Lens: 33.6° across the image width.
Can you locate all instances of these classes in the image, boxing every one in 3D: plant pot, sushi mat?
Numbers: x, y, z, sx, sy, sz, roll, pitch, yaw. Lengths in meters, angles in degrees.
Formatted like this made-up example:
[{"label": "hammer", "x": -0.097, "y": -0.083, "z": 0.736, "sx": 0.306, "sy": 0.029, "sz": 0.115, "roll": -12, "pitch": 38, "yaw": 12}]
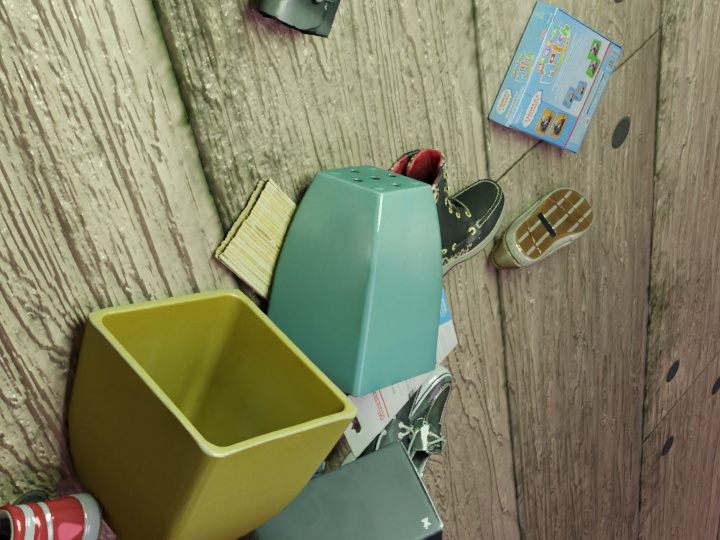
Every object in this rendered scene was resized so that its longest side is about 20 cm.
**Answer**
[{"label": "plant pot", "x": 0.000, "y": 0.000, "z": 1.243, "sx": 0.140, "sy": 0.140, "sz": 0.203, "roll": -12, "pitch": 116, "yaw": -50}, {"label": "sushi mat", "x": -0.078, "y": -0.013, "z": 1.253, "sx": 0.096, "sy": 0.012, "sz": 0.200, "roll": -57, "pitch": 147, "yaw": -9}, {"label": "plant pot", "x": -0.160, "y": 0.163, "z": 1.128, "sx": 0.194, "sy": 0.194, "sz": 0.202, "roll": -10, "pitch": 134, "yaw": -50}]

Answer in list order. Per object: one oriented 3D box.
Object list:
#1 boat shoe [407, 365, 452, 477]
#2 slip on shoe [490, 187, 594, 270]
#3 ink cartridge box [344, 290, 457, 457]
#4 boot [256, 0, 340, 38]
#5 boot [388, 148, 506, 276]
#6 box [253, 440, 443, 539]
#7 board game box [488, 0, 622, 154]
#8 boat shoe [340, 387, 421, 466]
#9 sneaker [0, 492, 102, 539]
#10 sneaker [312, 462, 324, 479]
[{"label": "boat shoe", "x": 0.081, "y": 0.227, "z": 1.595, "sx": 0.072, "sy": 0.071, "sz": 0.202, "roll": 18, "pitch": 99, "yaw": -56}, {"label": "slip on shoe", "x": 0.248, "y": -0.052, "z": 1.628, "sx": 0.200, "sy": 0.076, "sz": 0.060, "roll": -37, "pitch": -179, "yaw": -44}, {"label": "ink cartridge box", "x": 0.024, "y": 0.111, "z": 1.434, "sx": 0.200, "sy": 0.067, "sz": 0.117, "roll": -47, "pitch": 144, "yaw": -21}, {"label": "boot", "x": -0.046, "y": -0.314, "z": 1.035, "sx": 0.164, "sy": 0.065, "sz": 0.202, "roll": 11, "pitch": 110, "yaw": -54}, {"label": "boot", "x": 0.094, "y": -0.077, "z": 1.389, "sx": 0.199, "sy": 0.073, "sz": 0.152, "roll": -38, "pitch": 141, "yaw": -22}, {"label": "box", "x": -0.014, "y": 0.324, "z": 1.400, "sx": 0.198, "sy": 0.125, "sz": 0.197, "roll": -23, "pitch": 153, "yaw": -10}, {"label": "board game box", "x": 0.250, "y": -0.239, "z": 1.506, "sx": 0.199, "sy": 0.036, "sz": 0.153, "roll": 8, "pitch": 107, "yaw": -56}, {"label": "boat shoe", "x": 0.037, "y": 0.218, "z": 1.538, "sx": 0.075, "sy": 0.060, "sz": 0.202, "roll": 15, "pitch": 102, "yaw": -56}, {"label": "sneaker", "x": -0.324, "y": 0.293, "z": 1.102, "sx": 0.112, "sy": 0.071, "sz": 0.202, "roll": 7, "pitch": 114, "yaw": -48}, {"label": "sneaker", "x": -0.094, "y": 0.185, "z": 1.320, "sx": 0.115, "sy": 0.080, "sz": 0.201, "roll": -32, "pitch": 139, "yaw": -39}]
